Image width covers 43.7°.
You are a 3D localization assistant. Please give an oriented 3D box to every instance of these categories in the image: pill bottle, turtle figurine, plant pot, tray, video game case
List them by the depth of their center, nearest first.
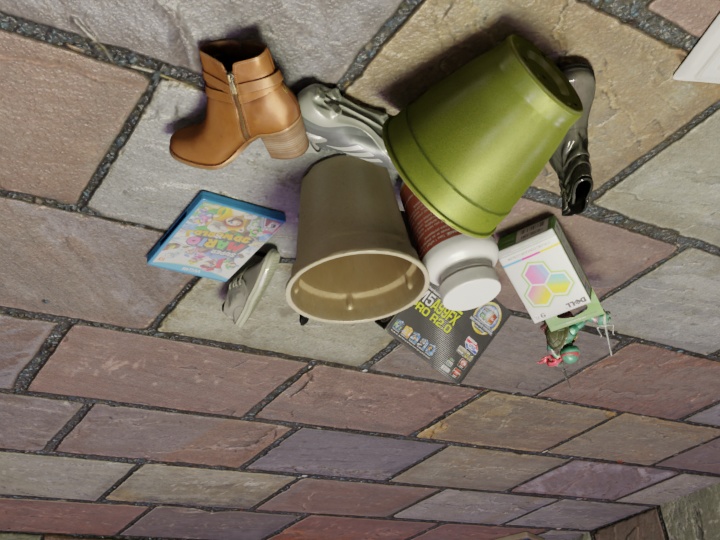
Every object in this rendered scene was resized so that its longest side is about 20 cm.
[{"bbox_3d":[0.164,-0.178,1.112,0.199,0.201,0.193,21,129,-40],"label":"plant pot"},{"bbox_3d":[0.487,-0.298,1.123,0.106,0.022,0.200,2,149,-14],"label":"tray"},{"bbox_3d":[-0.014,-0.052,1.270,0.198,0.185,0.201,-6,150,-3],"label":"plant pot"},{"bbox_3d":[0.131,-0.050,1.280,0.111,0.201,0.112,-11,150,-6],"label":"pill bottle"},{"bbox_3d":[-0.226,-0.048,1.396,0.142,0.018,0.200,14,144,-33],"label":"video game case"},{"bbox_3d":[0.370,0.098,1.597,0.100,0.202,0.149,17,143,-37],"label":"turtle figurine"}]

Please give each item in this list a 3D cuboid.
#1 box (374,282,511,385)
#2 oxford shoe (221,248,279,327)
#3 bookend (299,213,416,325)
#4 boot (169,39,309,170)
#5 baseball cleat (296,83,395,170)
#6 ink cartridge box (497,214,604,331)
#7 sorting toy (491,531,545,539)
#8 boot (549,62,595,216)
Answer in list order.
[{"bbox_3d":[0.143,0.080,1.532,0.200,0.044,0.161,38,89,-31],"label":"box"},{"bbox_3d":[-0.186,0.026,1.492,0.058,0.075,0.200,36,139,-1],"label":"oxford shoe"},{"bbox_3d":[0.000,0.000,1.454,0.197,0.093,0.200,-2,151,-10],"label":"bookend"},{"bbox_3d":[-0.170,-0.201,1.093,0.198,0.077,0.156,5,142,24],"label":"boot"},{"bbox_3d":[-0.017,-0.178,1.185,0.199,0.070,0.106,29,142,-33],"label":"baseball cleat"},{"bbox_3d":[0.316,0.020,1.487,0.103,0.059,0.201,-23,109,25],"label":"ink cartridge box"},{"bbox_3d":[0.595,1.079,3.470,0.198,0.070,0.200,-22,147,24],"label":"sorting toy"},{"bbox_3d":[0.288,-0.167,1.191,0.067,0.132,0.200,-9,150,2],"label":"boot"}]
